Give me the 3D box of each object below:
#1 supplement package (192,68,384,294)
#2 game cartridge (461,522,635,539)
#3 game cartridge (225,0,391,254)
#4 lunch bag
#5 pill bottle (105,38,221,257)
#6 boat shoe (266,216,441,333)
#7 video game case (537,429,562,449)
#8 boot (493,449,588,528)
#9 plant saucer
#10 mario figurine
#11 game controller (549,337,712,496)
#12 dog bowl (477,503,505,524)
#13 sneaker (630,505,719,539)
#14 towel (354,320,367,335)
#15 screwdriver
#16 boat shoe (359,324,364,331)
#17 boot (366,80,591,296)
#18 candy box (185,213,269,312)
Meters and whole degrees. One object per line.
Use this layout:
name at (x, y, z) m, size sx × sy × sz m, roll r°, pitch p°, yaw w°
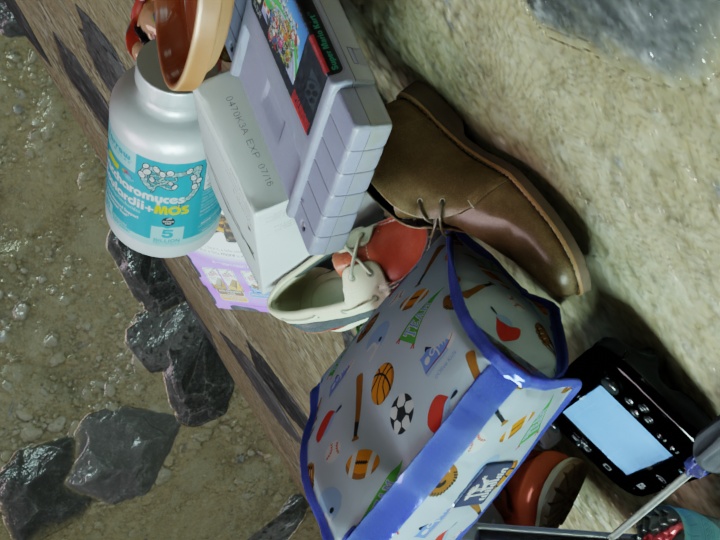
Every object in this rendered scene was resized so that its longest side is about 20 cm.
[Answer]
supplement package at (-0.053, -0.080, 1.026) m, size 0.118 × 0.116 × 0.200 m, roll 62°, pitch 170°, yaw 15°
game cartridge at (0.167, 0.238, 0.963) m, size 0.198 × 0.039 × 0.130 m, roll 0°, pitch 136°, yaw 20°
game cartridge at (-0.042, -0.128, 0.841) m, size 0.130 × 0.038 × 0.201 m, roll 108°, pitch 146°, yaw -52°
lunch bag at (0.048, 0.088, 0.814) m, size 0.123 × 0.171 × 0.200 m, roll 36°, pitch -165°, yaw -6°
pill bottle at (-0.170, -0.111, 1.141) m, size 0.111 × 0.110 × 0.201 m, roll 49°, pitch 148°, yaw 24°
boat shoe at (0.000, 0.000, 1.013) m, size 0.200 × 0.062 × 0.072 m, roll -30°, pitch 56°, yaw 49°
video game case at (0.081, 0.049, 1.106) m, size 0.183 × 0.023 × 0.200 m, roll 61°, pitch 167°, yaw -24°
boot at (0.128, 0.179, 1.076) m, size 0.107 × 0.075 × 0.200 m, roll 33°, pitch 165°, yaw 11°
plant saucer at (-0.117, -0.229, 0.912) m, size 0.200 × 0.032 × 0.203 m, roll -179°, pitch 90°, yaw -73°
mario figurine at (-0.170, -0.214, 1.171) m, size 0.200 × 0.105 × 0.125 m, roll 11°, pitch 111°, yaw 65°
game controller at (0.173, 0.101, 0.849) m, size 0.105 × 0.042 × 0.200 m, roll 53°, pitch 168°, yaw 10°
dog bowl at (0.046, 0.182, 1.098) m, size 0.200 × 0.059 × 0.200 m, roll 45°, pitch 169°, yaw 11°
sneaker at (0.212, 0.232, 0.852) m, size 0.201 × 0.095 × 0.080 m, roll 106°, pitch 171°, yaw -52°
towel at (0.026, 0.057, 1.148) m, size 0.153 × 0.023 × 0.201 m, roll 55°, pitch -169°, yaw -36°
screwdriver at (0.190, 0.123, 0.765) m, size 0.028 × 0.029 × 0.200 m, roll 30°, pitch 151°, yaw 4°
boat shoe at (0.062, 0.077, 1.030) m, size 0.201 × 0.060 × 0.072 m, roll 36°, pitch -149°, yaw -65°
boot at (0.065, -0.038, 0.819) m, size 0.200 × 0.075 × 0.074 m, roll 45°, pitch 163°, yaw 35°
candy box at (-0.113, -0.051, 1.315) m, size 0.167 × 0.072 × 0.201 m, roll 4°, pitch 135°, yaw 36°
